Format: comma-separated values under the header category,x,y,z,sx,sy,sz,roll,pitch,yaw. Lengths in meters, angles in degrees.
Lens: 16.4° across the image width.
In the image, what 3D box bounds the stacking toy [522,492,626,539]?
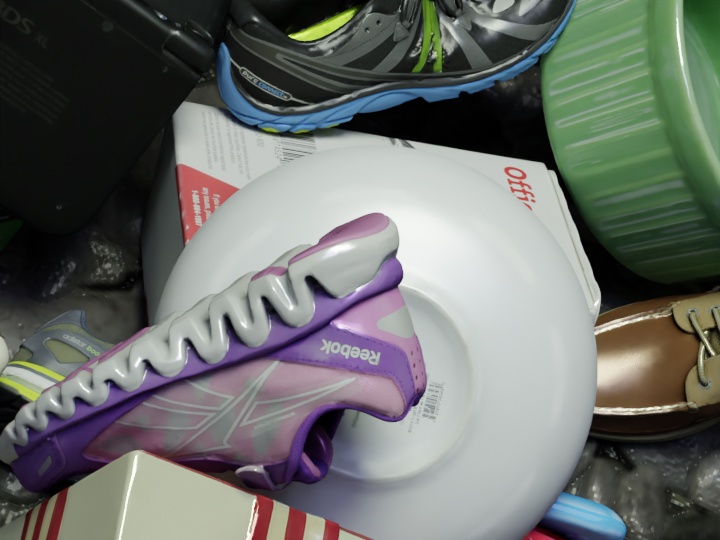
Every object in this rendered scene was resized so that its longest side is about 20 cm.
category,x,y,z,sx,sy,sz,roll,pitch,yaw
stacking toy,0.044,0.196,1.149,0.109,0.116,0.201,15,72,-3

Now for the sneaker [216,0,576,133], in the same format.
category,x,y,z,sx,sy,sz,roll,pitch,yaw
sneaker,0.023,-0.129,1.228,0.199,0.083,0.071,-19,44,-18

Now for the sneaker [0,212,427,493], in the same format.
category,x,y,z,sx,sy,sz,roll,pitch,yaw
sneaker,-0.056,0.056,1.017,0.089,0.199,0.080,62,22,-6

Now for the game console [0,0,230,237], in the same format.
category,x,y,z,sx,sy,sz,roll,pitch,yaw
game console,-0.168,-0.147,1.169,0.200,0.176,0.116,35,13,-19

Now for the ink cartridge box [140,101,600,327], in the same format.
category,x,y,z,sx,sy,sz,roll,pitch,yaw
ink cartridge box,0.000,0.000,1.209,0.199,0.083,0.147,9,29,-13

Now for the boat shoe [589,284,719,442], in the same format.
category,x,y,z,sx,sy,sz,roll,pitch,yaw
boat shoe,0.193,0.036,1.271,0.199,0.074,0.076,-10,73,-8

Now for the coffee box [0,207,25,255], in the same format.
category,x,y,z,sx,sy,sz,roll,pitch,yaw
coffee box,-0.253,-0.081,1.190,0.200,0.044,0.123,43,14,7

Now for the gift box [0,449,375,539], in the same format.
category,x,y,z,sx,sy,sz,roll,pitch,yaw
gift box,-0.079,0.210,1.040,0.184,0.200,0.188,21,59,-20

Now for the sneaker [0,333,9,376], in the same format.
category,x,y,z,sx,sy,sz,roll,pitch,yaw
sneaker,-0.203,0.121,1.109,0.093,0.070,0.200,37,72,-2

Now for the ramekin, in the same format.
category,x,y,z,sx,sy,sz,roll,pitch,yaw
ramekin,0.181,-0.088,1.295,0.200,0.097,0.201,20,63,-45

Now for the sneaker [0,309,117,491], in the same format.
category,x,y,z,sx,sy,sz,roll,pitch,yaw
sneaker,-0.081,0.082,1.178,0.199,0.074,0.081,30,54,-2

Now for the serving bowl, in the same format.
category,x,y,z,sx,sy,sz,roll,pitch,yaw
serving bowl,0.007,0.046,1.079,0.199,0.066,0.201,0,92,-1
